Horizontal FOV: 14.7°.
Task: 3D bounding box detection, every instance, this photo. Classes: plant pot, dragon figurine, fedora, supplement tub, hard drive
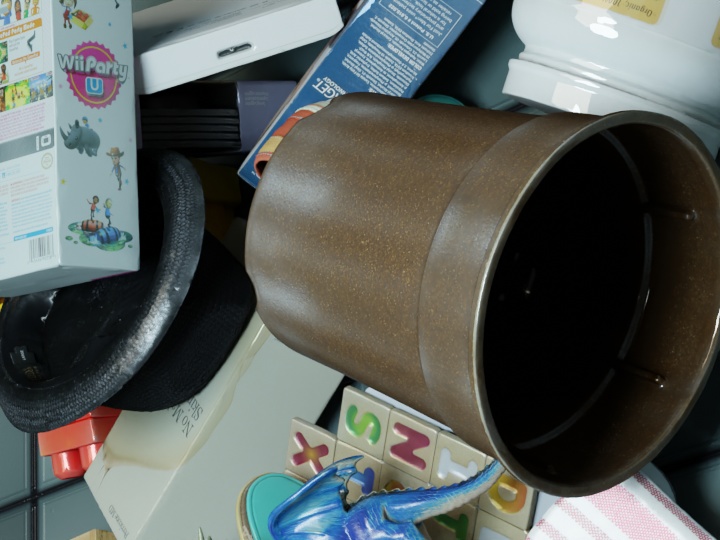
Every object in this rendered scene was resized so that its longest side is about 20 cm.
[{"bbox_3d":[0.059,-0.004,1.468,0.198,0.200,0.201,18,90,43],"label":"plant pot"},{"bbox_3d":[-0.012,0.136,1.507,0.200,0.059,0.099,-45,82,13],"label":"dragon figurine"},{"bbox_3d":[-0.134,0.024,1.689,0.200,0.092,0.201,-32,44,37],"label":"fedora"},{"bbox_3d":[0.167,-0.170,1.512,0.145,0.145,0.200,22,93,48],"label":"supplement tub"},{"bbox_3d":[-0.084,-0.152,1.735,0.200,0.132,0.026,-114,7,-77],"label":"hard drive"}]

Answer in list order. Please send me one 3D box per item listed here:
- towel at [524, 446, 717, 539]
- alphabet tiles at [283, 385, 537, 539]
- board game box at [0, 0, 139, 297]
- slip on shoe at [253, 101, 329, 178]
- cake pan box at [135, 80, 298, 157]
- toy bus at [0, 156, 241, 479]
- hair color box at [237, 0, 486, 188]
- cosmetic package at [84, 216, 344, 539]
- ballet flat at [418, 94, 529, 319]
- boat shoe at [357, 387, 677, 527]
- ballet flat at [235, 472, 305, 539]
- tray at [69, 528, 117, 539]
[{"bbox_3d":[0.121,0.211,1.471,0.146,0.030,0.200,44,102,19],"label":"towel"},{"bbox_3d":[0.033,0.163,1.569,0.200,0.006,0.167,24,118,31],"label":"alphabet tiles"},{"bbox_3d":[-0.197,-0.091,1.655,0.147,0.064,0.200,-10,81,50],"label":"board game box"},{"bbox_3d":[0.000,0.000,1.639,0.200,0.061,0.074,62,152,-5],"label":"slip on shoe"},{"bbox_3d":[-0.164,-0.096,1.808,0.200,0.184,0.052,-2,93,47],"label":"cake pan box"},{"bbox_3d":[-0.167,0.033,1.825,0.200,0.136,0.192,-21,75,38],"label":"toy bus"},{"bbox_3d":[0.012,-0.130,1.694,0.200,0.060,0.100,-53,4,21],"label":"hair color box"},{"bbox_3d":[-0.083,0.081,1.734,0.200,0.073,0.104,-59,31,11],"label":"cosmetic package"},{"bbox_3d":[0.068,-0.020,1.637,0.069,0.069,0.200,-49,42,24],"label":"ballet flat"},{"bbox_3d":[0.096,0.099,1.549,0.200,0.070,0.071,16,114,34],"label":"boat shoe"},{"bbox_3d":[-0.003,0.200,1.567,0.200,0.069,0.063,47,152,20],"label":"ballet flat"},{"bbox_3d":[-0.186,0.279,1.819,0.099,0.037,0.200,-26,58,39],"label":"tray"}]
